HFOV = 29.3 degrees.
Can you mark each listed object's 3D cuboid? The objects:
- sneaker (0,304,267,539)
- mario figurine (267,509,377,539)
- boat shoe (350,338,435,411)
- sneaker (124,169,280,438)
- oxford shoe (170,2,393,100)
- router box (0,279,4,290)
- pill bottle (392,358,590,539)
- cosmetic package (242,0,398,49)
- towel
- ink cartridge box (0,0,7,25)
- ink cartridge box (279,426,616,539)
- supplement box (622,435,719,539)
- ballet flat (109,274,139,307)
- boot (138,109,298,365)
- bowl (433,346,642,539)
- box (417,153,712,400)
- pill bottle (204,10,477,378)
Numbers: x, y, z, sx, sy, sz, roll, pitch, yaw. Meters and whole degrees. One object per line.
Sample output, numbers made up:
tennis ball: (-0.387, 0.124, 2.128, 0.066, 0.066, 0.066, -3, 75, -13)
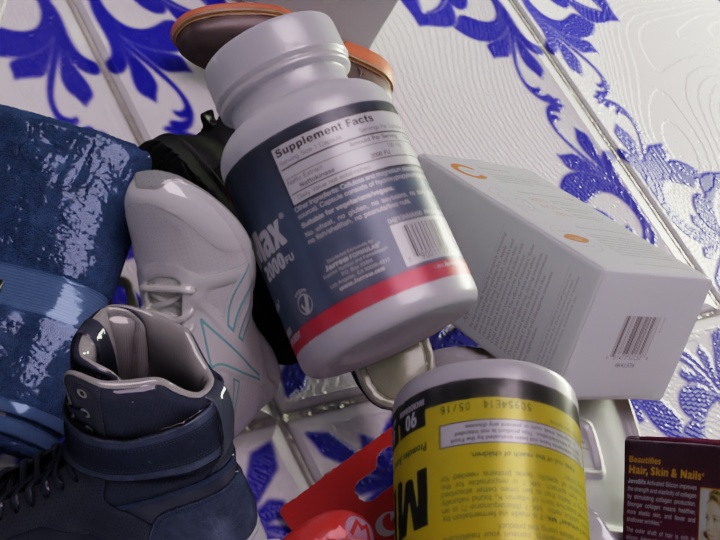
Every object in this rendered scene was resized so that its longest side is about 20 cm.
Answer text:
sneaker: (-0.156, 0.090, 0.711, 0.199, 0.148, 0.077, -3, 33, 10)
mario figurine: (-0.017, 0.222, 0.748, 0.104, 0.124, 0.202, 6, 54, 7)
boat shoe: (0.002, 0.000, 0.934, 0.073, 0.066, 0.202, -18, 77, -11)
sneaker: (-0.100, 0.032, 0.830, 0.069, 0.202, 0.081, 7, 42, 26)
oxford shoe: (-0.057, -0.155, 1.100, 0.197, 0.071, 0.073, 13, 52, -25)
router box: (-0.240, 0.107, 0.645, 0.052, 0.201, 0.158, 25, 42, -12)
pill bottle: (0.074, 0.163, 0.768, 0.113, 0.114, 0.203, 14, 55, -23)
cosmetic package: (-0.020, -0.336, 1.185, 0.163, 0.201, 0.166, 19, 44, -17)
towel: (-0.199, 0.004, 0.808, 0.110, 0.049, 0.203, 15, 69, 1)
ink cartridge box: (-0.281, -0.078, 0.821, 0.084, 0.146, 0.202, 18, 46, -17)
ink cartridge box: (0.067, 0.180, 0.843, 0.160, 0.050, 0.201, -34, 77, -11)
supplement box: (0.230, 0.209, 0.873, 0.085, 0.110, 0.203, 6, 83, -29)
ballet flat: (-0.182, 0.002, 0.876, 0.072, 0.073, 0.202, -10, 66, -39)
boot: (-0.062, -0.042, 0.999, 0.199, 0.073, 0.162, 51, 35, 6)
bowl: (0.130, 0.140, 0.961, 0.197, 0.075, 0.202, 14, 48, -26)
box: (0.128, 0.003, 0.993, 0.123, 0.099, 0.200, 4, 23, -40)
pill bottle: (-0.019, -0.048, 0.847, 0.119, 0.119, 0.202, -13, 74, -40)
